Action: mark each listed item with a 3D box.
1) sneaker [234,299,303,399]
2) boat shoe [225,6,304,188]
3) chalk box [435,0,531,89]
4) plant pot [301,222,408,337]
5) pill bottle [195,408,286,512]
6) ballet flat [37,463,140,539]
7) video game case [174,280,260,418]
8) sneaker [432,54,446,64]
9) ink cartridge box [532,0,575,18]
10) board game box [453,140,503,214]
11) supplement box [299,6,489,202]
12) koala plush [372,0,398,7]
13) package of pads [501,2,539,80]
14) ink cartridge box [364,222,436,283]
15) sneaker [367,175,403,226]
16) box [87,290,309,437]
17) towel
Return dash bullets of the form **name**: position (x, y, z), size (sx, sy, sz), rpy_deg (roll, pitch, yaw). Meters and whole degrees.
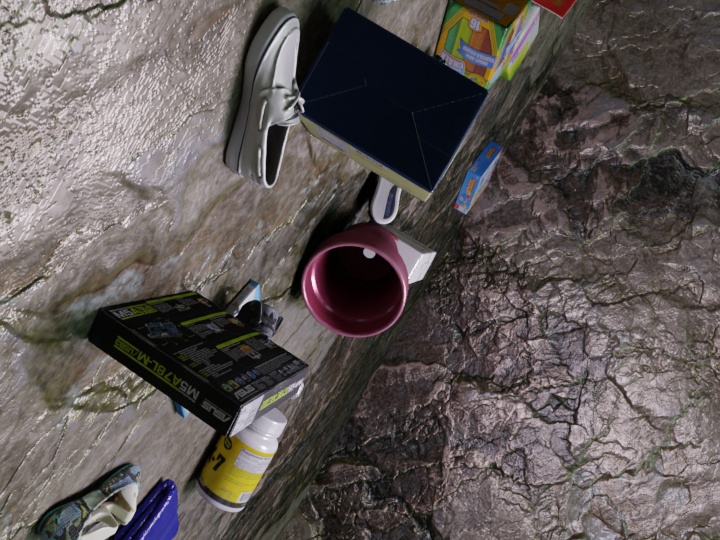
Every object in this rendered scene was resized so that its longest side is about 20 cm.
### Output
- **sneaker**: position (-0.138, 0.105, 0.977), size (0.075, 0.199, 0.115), rpy_deg (41, 69, -40)
- **boat shoe**: position (-0.096, -0.184, 0.771), size (0.072, 0.065, 0.202), rpy_deg (-38, 155, -58)
- **chalk box**: position (0.225, -0.434, 1.335), size (0.124, 0.124, 0.201), rpy_deg (-51, 164, -34)
- **plant pot**: position (0.000, 0.000, 1.340), size (0.179, 0.198, 0.202), rpy_deg (-69, -177, -63)
- **pill bottle**: position (-0.234, 0.363, 1.380), size (0.202, 0.113, 0.114), rpy_deg (-60, 168, 3)
- **ballet flat**: position (-0.350, 0.331, 0.951), size (0.075, 0.074, 0.200), rpy_deg (-63, 168, 16)
- **video game case**: position (-0.223, 0.124, 1.090), size (0.201, 0.018, 0.144), rpy_deg (-52, 165, -32)
- **sneaker**: position (0.120, -0.356, 1.274), size (0.200, 0.077, 0.091), rpy_deg (-7, 108, -79)
- **ink cartridge box**: position (0.371, -0.608, 1.390), size (0.201, 0.175, 0.045), rpy_deg (-52, 166, -32)
- **board game box**: position (0.430, -0.339, 2.535), size (0.200, 0.055, 0.197), rpy_deg (-51, 165, -35)
- **supplement box**: position (0.038, -0.200, 0.893), size (0.135, 0.199, 0.200), rpy_deg (-59, 179, 3)
- **koala plush**: position (0.078, -0.402, 0.765), size (0.199, 0.183, 0.178), rpy_deg (-39, 159, -27)
- **package of pads**: position (0.393, -0.593, 1.771), size (0.156, 0.068, 0.200), rpy_deg (-59, 169, 6)
- **ink cartridge box**: position (0.086, -0.042, 1.638), size (0.083, 0.146, 0.200), rpy_deg (-61, 168, 10)
- **sneaker**: position (0.060, -0.189, 1.412), size (0.112, 0.072, 0.202), rpy_deg (175, -62, -82)
- **box**: position (-0.177, 0.098, 0.808), size (0.048, 0.192, 0.200), rpy_deg (-64, 168, 11)
- **towel**: position (-0.377, 0.467, 1.222), size (0.148, 0.049, 0.201), rpy_deg (-58, 169, -42)
